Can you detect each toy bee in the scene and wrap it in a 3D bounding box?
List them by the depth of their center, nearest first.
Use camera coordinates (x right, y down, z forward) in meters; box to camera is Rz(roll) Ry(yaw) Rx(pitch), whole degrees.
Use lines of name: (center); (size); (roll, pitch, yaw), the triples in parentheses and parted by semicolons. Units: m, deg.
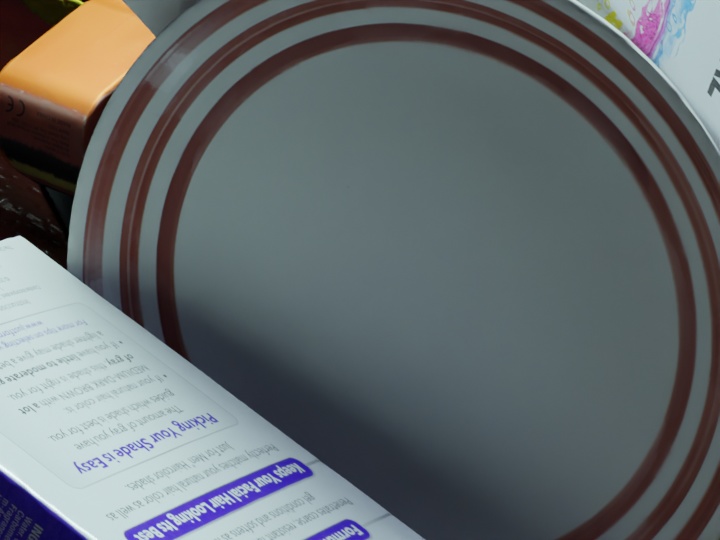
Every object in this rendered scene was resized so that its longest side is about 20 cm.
toy bee: (-0.032, -0.075, 0.915); (0.200, 0.109, 0.131); (-33, 50, -19)

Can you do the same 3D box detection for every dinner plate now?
dinner plate: (0.015, 0.011, 0.764); (0.200, 0.201, 0.024); (32, 26, 9)

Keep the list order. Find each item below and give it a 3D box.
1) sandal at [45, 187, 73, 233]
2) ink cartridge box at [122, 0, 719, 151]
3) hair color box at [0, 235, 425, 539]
sandal: (-0.061, -0.016, 0.944); (0.076, 0.043, 0.200); (20, 23, -20)
ink cartridge box: (0.047, -0.077, 0.813); (0.200, 0.125, 0.129); (47, 42, -22)
hair color box: (-0.054, 0.076, 0.727); (0.200, 0.065, 0.109); (34, 22, 19)
